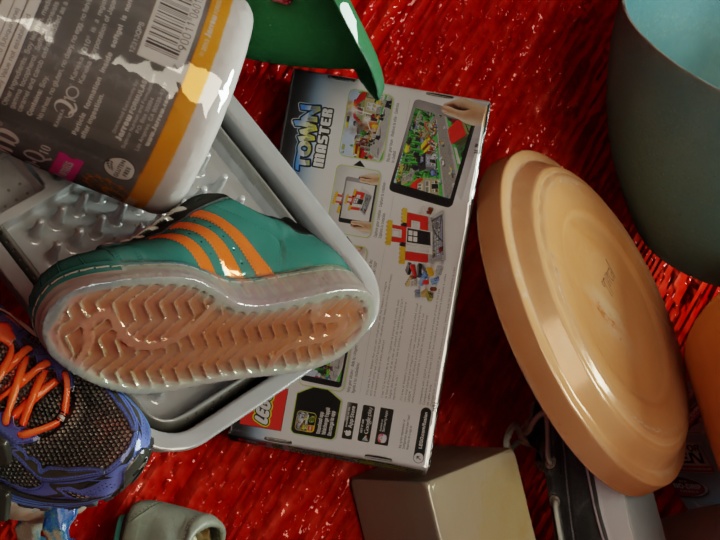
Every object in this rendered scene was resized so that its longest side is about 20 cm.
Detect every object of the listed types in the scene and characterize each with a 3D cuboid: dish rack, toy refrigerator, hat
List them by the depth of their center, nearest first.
[{"bbox_3d":[-0.105,-0.011,1.379,0.171,0.044,0.200,-33,79,-34],"label":"dish rack"},{"bbox_3d":[-0.108,-0.138,1.409,0.175,0.166,0.201,-28,76,-2],"label":"hat"},{"bbox_3d":[0.065,0.200,1.507,0.070,0.076,0.201,-18,98,-33],"label":"toy refrigerator"}]

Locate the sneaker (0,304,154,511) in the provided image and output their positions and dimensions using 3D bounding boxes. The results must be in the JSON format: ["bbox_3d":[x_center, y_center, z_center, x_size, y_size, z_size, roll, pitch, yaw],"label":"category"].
[{"bbox_3d":[-0.184,0.045,1.276,0.076,0.199,0.079,-56,161,-19],"label":"sneaker"}]

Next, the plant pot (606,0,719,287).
[{"bbox_3d":[0.225,-0.069,1.577,0.199,0.200,0.135,-3,124,-34],"label":"plant pot"}]

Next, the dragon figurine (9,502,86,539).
[{"bbox_3d":[-0.176,0.089,1.356,0.199,0.059,0.100,8,84,-34],"label":"dragon figurine"}]

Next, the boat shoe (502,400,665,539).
[{"bbox_3d":[0.120,0.093,1.549,0.074,0.068,0.201,24,49,-60],"label":"boat shoe"}]

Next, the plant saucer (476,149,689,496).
[{"bbox_3d":[0.129,0.025,1.501,0.200,0.032,0.201,48,28,-36],"label":"plant saucer"}]

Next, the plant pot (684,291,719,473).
[{"bbox_3d":[0.273,0.090,1.503,0.199,0.201,0.184,-2,48,-34],"label":"plant pot"}]

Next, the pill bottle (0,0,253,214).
[{"bbox_3d":[-0.161,-0.115,1.316,0.199,0.116,0.117,22,75,-10],"label":"pill bottle"}]

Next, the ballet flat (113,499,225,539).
[{"bbox_3d":[-0.107,0.207,1.365,0.068,0.063,0.201,81,18,-58],"label":"ballet flat"}]

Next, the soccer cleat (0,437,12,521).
[{"bbox_3d":[-0.208,0.151,1.269,0.070,0.086,0.201,-34,133,-62],"label":"soccer cleat"}]

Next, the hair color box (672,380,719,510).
[{"bbox_3d":[0.264,0.143,1.653,0.099,0.061,0.200,-44,111,-27],"label":"hair color box"}]

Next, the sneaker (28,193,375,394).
[{"bbox_3d":[-0.086,0.006,1.298,0.199,0.080,0.072,2,128,-47],"label":"sneaker"}]

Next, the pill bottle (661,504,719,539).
[{"bbox_3d":[0.216,0.244,1.585,0.114,0.114,0.201,-27,103,-32],"label":"pill bottle"}]

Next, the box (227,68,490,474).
[{"bbox_3d":[0.000,0.000,1.461,0.109,0.035,0.201,10,81,2],"label":"box"}]
